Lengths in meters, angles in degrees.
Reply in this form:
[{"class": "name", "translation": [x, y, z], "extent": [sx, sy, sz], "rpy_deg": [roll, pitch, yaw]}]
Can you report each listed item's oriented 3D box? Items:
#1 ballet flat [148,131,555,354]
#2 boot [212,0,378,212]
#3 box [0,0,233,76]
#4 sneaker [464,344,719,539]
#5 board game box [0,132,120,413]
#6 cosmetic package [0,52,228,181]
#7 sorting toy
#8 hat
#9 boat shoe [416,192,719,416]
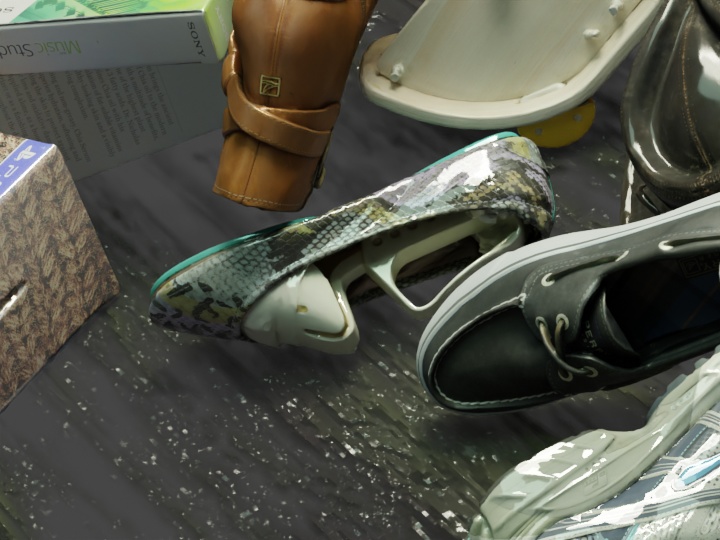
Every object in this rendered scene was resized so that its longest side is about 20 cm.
[{"class": "ballet flat", "translation": [0.000, 0.000, 1.228], "extent": [0.200, 0.072, 0.072], "rpy_deg": [-23, 38, -2]}, {"class": "boot", "translation": [-0.023, -0.103, 1.268], "extent": [0.077, 0.155, 0.200], "rpy_deg": [11, 4, 2]}, {"class": "box", "translation": [-0.108, -0.173, 1.340], "extent": [0.144, 0.036, 0.200], "rpy_deg": [-2, 42, 22]}, {"class": "sneaker", "translation": [0.144, 0.092, 1.059], "extent": [0.200, 0.078, 0.086], "rpy_deg": [-30, 60, -16]}, {"class": "board game box", "translation": [-0.253, 0.006, 1.301], "extent": [0.200, 0.097, 0.159], "rpy_deg": [13, 49, 36]}, {"class": "cosmetic package", "translation": [-0.157, -0.108, 1.395], "extent": [0.200, 0.101, 0.071], "rpy_deg": [-19, 37, -1]}, {"class": "sorting toy", "translation": [0.102, -0.171, 1.338], "extent": [0.200, 0.107, 0.180], "rpy_deg": [-49, 16, 25]}, {"class": "hat", "translation": [0.163, -0.075, 1.161], "extent": [0.201, 0.081, 0.201], "rpy_deg": [-31, 45, 38]}, {"class": "boat shoe", "translation": [0.106, 0.017, 1.115], "extent": [0.200, 0.069, 0.057], "rpy_deg": [-24, 15, 26]}]
